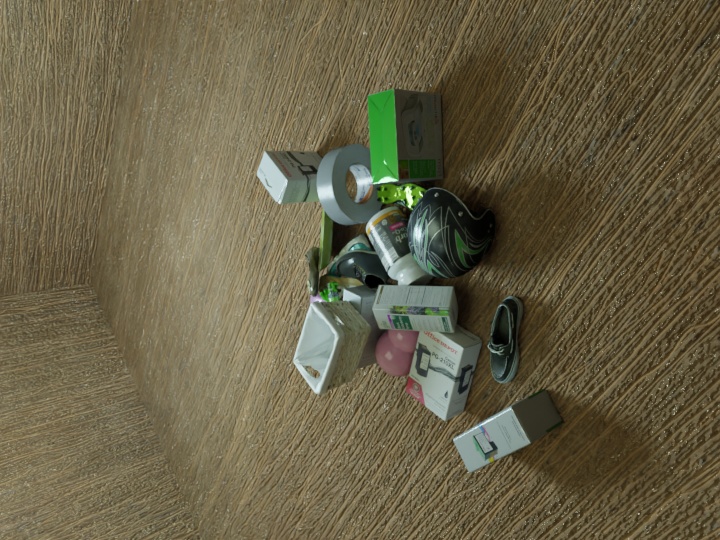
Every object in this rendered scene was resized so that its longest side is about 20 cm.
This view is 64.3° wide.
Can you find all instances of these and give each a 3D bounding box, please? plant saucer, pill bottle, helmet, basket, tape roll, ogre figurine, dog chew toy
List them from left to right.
[{"bbox_3d":[-0.100,-0.101,1.688,0.200,0.030,0.208,-176,90,-83],"label":"plant saucer"},{"bbox_3d":[-0.086,0.140,1.621,0.201,0.096,0.122,-51,46,28],"label":"ogre figurine"},{"bbox_3d":[-0.073,0.191,1.474,0.136,0.121,0.205,44,126,36],"label":"basket"},{"bbox_3d":[-0.023,-0.226,1.517,0.065,0.196,0.208,-2,95,47],"label":"tape roll"},{"bbox_3d":[0.102,-0.051,1.469,0.117,0.114,0.204,-47,63,41],"label":"pill bottle"},{"bbox_3d":[0.117,0.174,1.495,0.124,0.122,0.204,42,117,35],"label":"dog chew toy"},{"bbox_3d":[0.196,-0.085,1.298,0.197,0.187,0.208,12,106,47],"label":"helmet"}]

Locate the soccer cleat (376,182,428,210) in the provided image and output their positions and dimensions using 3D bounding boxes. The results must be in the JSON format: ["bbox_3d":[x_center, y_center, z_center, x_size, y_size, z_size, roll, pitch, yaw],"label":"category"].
[{"bbox_3d":[0.123,-0.190,1.442,0.197,0.079,0.070,18,113,48],"label":"soccer cleat"}]

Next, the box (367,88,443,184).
[{"bbox_3d":[0.109,-0.315,1.369,0.095,0.173,0.208,4,100,47],"label":"box"}]

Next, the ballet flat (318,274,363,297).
[{"bbox_3d":[-0.037,0.054,1.652,0.194,0.069,0.065,3,58,32],"label":"ballet flat"}]

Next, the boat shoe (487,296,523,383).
[{"bbox_3d":[0.317,0.160,1.293,0.071,0.069,0.208,15,109,45],"label":"boat shoe"}]

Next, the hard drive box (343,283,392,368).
[{"bbox_3d":[0.025,0.147,1.562,0.076,0.153,0.207,22,112,44],"label":"hard drive box"}]

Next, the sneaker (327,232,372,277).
[{"bbox_3d":[-0.033,-0.022,1.662,0.081,0.077,0.200,53,136,9],"label":"sneaker"}]

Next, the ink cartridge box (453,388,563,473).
[{"bbox_3d":[0.323,0.356,1.266,0.200,0.142,0.086,-46,64,42],"label":"ink cartridge box"}]

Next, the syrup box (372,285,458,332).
[{"bbox_3d":[0.133,0.092,1.389,0.193,0.083,0.080,0,137,22],"label":"syrup box"}]

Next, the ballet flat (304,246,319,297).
[{"bbox_3d":[-0.144,0.001,1.692,0.204,0.045,0.069,-93,9,-48],"label":"ballet flat"}]

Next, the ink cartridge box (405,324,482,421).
[{"bbox_3d":[0.205,0.239,1.424,0.143,0.083,0.207,29,117,41],"label":"ink cartridge box"}]

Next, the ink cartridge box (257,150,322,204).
[{"bbox_3d":[-0.185,-0.278,1.691,0.146,0.196,0.085,50,130,29],"label":"ink cartridge box"}]

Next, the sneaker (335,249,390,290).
[{"bbox_3d":[0.000,0.000,1.556,0.194,0.107,0.077,-4,120,31],"label":"sneaker"}]

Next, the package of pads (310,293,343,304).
[{"bbox_3d":[-0.077,0.145,1.737,0.197,0.074,0.125,21,115,45],"label":"package of pads"}]
